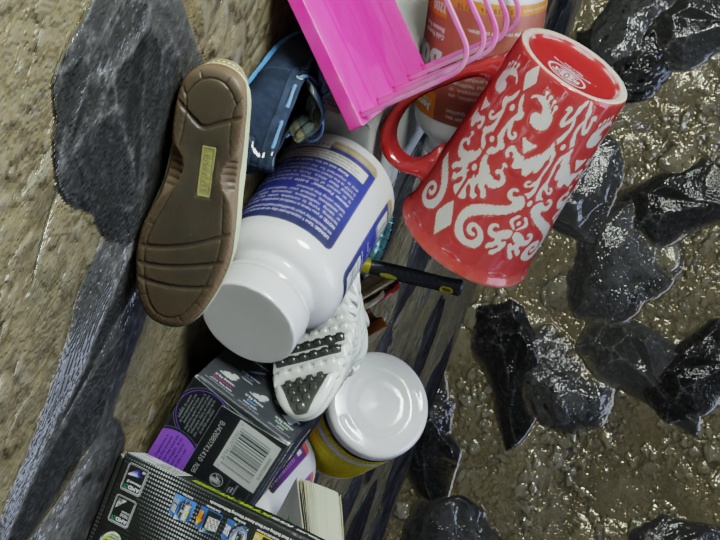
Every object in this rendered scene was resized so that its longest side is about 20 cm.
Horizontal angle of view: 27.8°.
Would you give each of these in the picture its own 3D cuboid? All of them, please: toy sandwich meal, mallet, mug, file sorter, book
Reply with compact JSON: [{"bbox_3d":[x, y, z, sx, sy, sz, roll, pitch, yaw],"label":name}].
[{"bbox_3d":[-0.023,0.068,1.565,0.204,0.071,0.205,-32,178,-1],"label":"toy sandwich meal"},{"bbox_3d":[0.000,0.000,1.424,0.066,0.198,0.041,116,-9,-50],"label":"mallet"},{"bbox_3d":[0.122,-0.109,1.286,0.201,0.176,0.134,-58,-157,31],"label":"mug"},{"bbox_3d":[0.043,-0.226,1.215,0.140,0.124,0.200,64,25,-10],"label":"file sorter"},{"bbox_3d":[-0.061,0.302,1.302,0.134,0.048,0.201,-60,-162,22],"label":"book"}]

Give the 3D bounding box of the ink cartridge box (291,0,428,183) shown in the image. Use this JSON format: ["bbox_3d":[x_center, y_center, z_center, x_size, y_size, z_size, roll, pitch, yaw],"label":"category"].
[{"bbox_3d":[0.008,-0.161,1.429,0.147,0.083,0.201,94,20,-47],"label":"ink cartridge box"}]

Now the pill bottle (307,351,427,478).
[{"bbox_3d":[-0.011,0.162,1.553,0.112,0.111,0.200,-64,-171,-24],"label":"pill bottle"}]

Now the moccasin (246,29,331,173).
[{"bbox_3d":[-0.061,-0.129,1.195,0.201,0.068,0.081,-58,165,-46],"label":"moccasin"}]

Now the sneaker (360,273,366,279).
[{"bbox_3d":[-0.042,-0.002,1.585,0.080,0.074,0.200,-48,170,4],"label":"sneaker"}]

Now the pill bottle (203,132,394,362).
[{"bbox_3d":[-0.058,-0.019,1.291,0.120,0.119,0.201,101,15,-45],"label":"pill bottle"}]

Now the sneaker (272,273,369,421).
[{"bbox_3d":[-0.026,0.073,1.324,0.201,0.074,0.082,-72,147,-52],"label":"sneaker"}]

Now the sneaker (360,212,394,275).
[{"bbox_3d":[-0.013,-0.087,1.503,0.078,0.086,0.201,-57,-159,34],"label":"sneaker"}]

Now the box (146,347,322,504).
[{"bbox_3d":[-0.100,0.134,1.349,0.123,0.106,0.200,-56,176,25],"label":"box"}]

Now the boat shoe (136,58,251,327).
[{"bbox_3d":[-0.115,-0.058,1.082,0.076,0.071,0.202,-74,-178,-73],"label":"boat shoe"}]

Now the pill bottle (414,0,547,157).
[{"bbox_3d":[0.111,-0.187,1.385,0.112,0.111,0.202,-50,151,-59],"label":"pill bottle"}]

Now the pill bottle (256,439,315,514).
[{"bbox_3d":[-0.125,0.225,1.450,0.200,0.110,0.112,-40,150,-69],"label":"pill bottle"}]

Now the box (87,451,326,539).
[{"bbox_3d":[-0.145,0.278,1.211,0.195,0.198,0.047,-67,163,-2],"label":"box"}]
